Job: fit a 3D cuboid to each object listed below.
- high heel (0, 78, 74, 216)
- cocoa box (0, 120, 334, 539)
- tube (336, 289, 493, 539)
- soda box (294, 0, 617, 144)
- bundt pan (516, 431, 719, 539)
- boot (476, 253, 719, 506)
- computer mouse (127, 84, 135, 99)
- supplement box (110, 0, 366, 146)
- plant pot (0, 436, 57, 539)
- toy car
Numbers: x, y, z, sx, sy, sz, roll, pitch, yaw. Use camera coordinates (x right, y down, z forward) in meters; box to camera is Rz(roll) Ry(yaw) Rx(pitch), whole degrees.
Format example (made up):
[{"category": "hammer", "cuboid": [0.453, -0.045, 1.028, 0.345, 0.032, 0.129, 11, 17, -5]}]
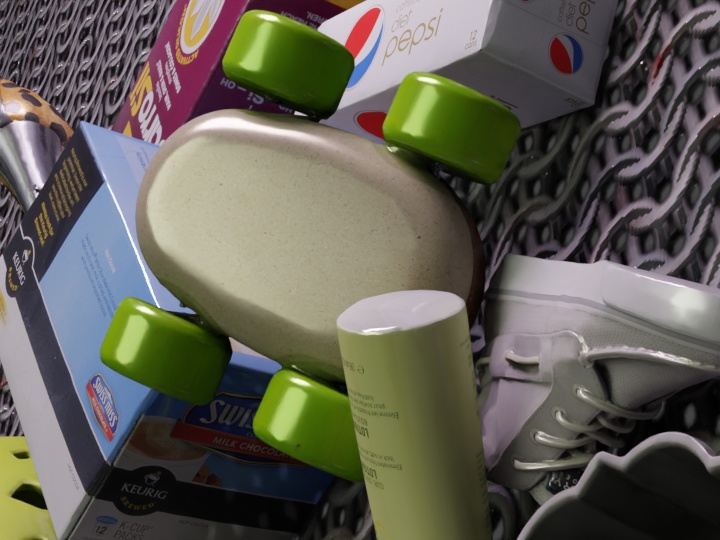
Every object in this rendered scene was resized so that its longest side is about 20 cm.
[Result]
[{"category": "high heel", "cuboid": [-0.167, -0.031, 1.197, 0.071, 0.200, 0.143, -29, 59, 3]}, {"category": "cocoa box", "cuboid": [-0.100, 0.040, 1.021, 0.132, 0.133, 0.201, -56, 39, 24]}, {"category": "tube", "cuboid": [0.029, 0.110, 0.753, 0.058, 0.051, 0.202, -42, -53, -63]}, {"category": "soda box", "cuboid": [0.042, -0.104, 0.953, 0.200, 0.068, 0.064, -15, 58, 62]}, {"category": "bundt pan", "cuboid": [0.104, 0.158, 0.599, 0.202, 0.075, 0.203, -48, 31, 41]}, {"category": "boot", "cuboid": [0.096, 0.049, 0.730, 0.200, 0.073, 0.096, -173, 97, -74]}, {"category": "computer mouse", "cuboid": [-0.133, -0.127, 1.323, 0.140, 0.046, 0.201, -38, 23, 52]}, {"category": "supplement box", "cuboid": [-0.061, -0.115, 1.140, 0.201, 0.103, 0.131, -60, 26, 22]}, {"category": "plant pot", "cuboid": [-0.233, 0.211, 1.151, 0.200, 0.180, 0.200, -62, 26, 13]}, {"category": "toy car", "cuboid": [0.000, 0.000, 0.877, 0.157, 0.200, 0.165, 23, 88, 22]}]
